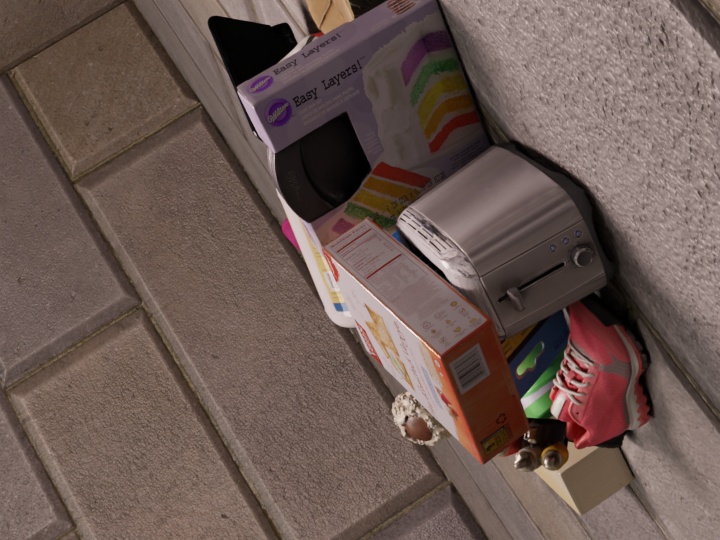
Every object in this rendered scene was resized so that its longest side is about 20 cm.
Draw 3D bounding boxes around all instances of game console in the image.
[{"bbox_3d":[-0.111,-0.211,1.654,0.176,0.115,0.201,98,152,-61],"label":"game console"}]

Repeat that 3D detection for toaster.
[{"bbox_3d":[0.116,-0.027,1.114,0.114,0.128,0.200,63,172,-30],"label":"toaster"}]

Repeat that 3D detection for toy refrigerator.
[{"bbox_3d":[0.233,0.204,1.513,0.070,0.076,0.200,60,172,-22],"label":"toy refrigerator"}]

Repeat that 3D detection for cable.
[{"bbox_3d":[0.191,0.172,1.296,0.096,0.051,0.199,11,-179,35],"label":"cable"}]

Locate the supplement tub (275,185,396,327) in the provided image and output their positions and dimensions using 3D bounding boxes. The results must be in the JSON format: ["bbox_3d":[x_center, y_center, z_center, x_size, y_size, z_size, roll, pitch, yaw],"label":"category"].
[{"bbox_3d":[0.000,-0.060,1.306,0.202,0.143,0.145,68,171,-16],"label":"supplement tub"}]

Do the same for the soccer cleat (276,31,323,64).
[{"bbox_3d":[-0.042,-0.231,1.530,0.069,0.085,0.200,62,173,-30],"label":"soccer cleat"}]

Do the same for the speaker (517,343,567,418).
[{"bbox_3d":[0.156,0.060,1.372,0.201,0.088,0.089,56,173,16],"label":"speaker"}]

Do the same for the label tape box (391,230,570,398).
[{"bbox_3d":[0.114,0.025,1.263,0.066,0.143,0.201,-2,123,49],"label":"label tape box"}]

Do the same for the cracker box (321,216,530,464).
[{"bbox_3d":[0.054,0.057,1.109,0.200,0.057,0.135,43,162,49],"label":"cracker box"}]

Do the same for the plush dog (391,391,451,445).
[{"bbox_3d":[0.124,0.090,1.537,0.173,0.198,0.161,68,-158,-13],"label":"plush dog"}]

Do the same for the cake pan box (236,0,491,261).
[{"bbox_3d":[0.006,-0.128,1.167,0.052,0.199,0.185,47,165,56],"label":"cake pan box"}]

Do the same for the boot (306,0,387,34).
[{"bbox_3d":[0.001,-0.245,1.283,0.200,0.066,0.177,-174,65,-80],"label":"boot"}]

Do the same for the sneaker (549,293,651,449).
[{"bbox_3d":[0.210,0.101,1.175,0.074,0.086,0.201,50,169,42],"label":"sneaker"}]

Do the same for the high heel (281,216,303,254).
[{"bbox_3d":[0.000,0.000,1.450,0.200,0.068,0.096,48,156,-22],"label":"high heel"}]
